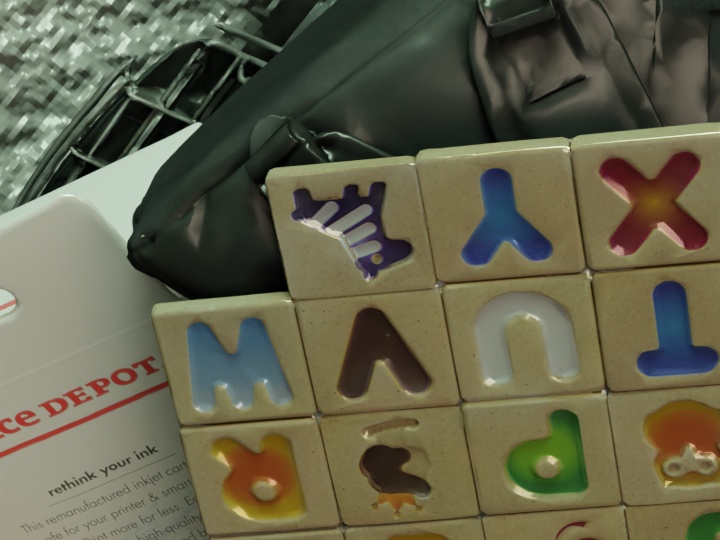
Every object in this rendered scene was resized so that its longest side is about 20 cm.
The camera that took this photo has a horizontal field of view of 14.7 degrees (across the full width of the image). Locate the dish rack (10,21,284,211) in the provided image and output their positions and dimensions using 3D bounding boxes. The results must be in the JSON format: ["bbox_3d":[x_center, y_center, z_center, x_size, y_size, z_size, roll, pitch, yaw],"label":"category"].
[{"bbox_3d":[0.000,0.000,0.796,0.200,0.055,0.153,23,130,-21],"label":"dish rack"}]

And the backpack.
[{"bbox_3d":[0.065,0.004,0.686,0.163,0.154,0.200,-41,101,10],"label":"backpack"}]

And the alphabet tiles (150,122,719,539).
[{"bbox_3d":[0.045,0.055,0.645,0.166,0.006,0.200,-5,125,9],"label":"alphabet tiles"}]

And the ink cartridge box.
[{"bbox_3d":[-0.057,0.038,0.749,0.117,0.067,0.200,-23,131,24],"label":"ink cartridge box"}]
